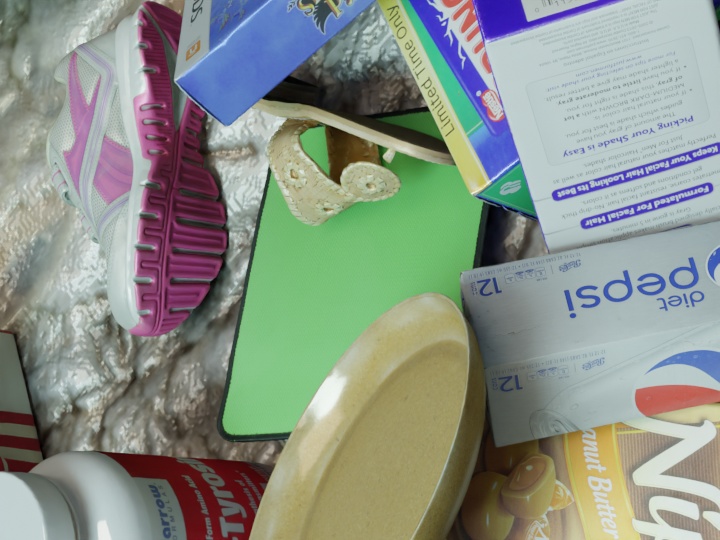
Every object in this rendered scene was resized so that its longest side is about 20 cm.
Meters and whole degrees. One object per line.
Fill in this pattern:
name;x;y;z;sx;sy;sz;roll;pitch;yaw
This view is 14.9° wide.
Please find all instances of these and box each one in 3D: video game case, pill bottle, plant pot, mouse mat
video game case;-0.016;-0.197;1.529;0.200;0.045;0.182;-39;26;24
pill bottle;-0.125;0.156;1.510;0.112;0.200;0.113;-7;80;42
plant pot;0.005;0.106;1.343;0.200;0.027;0.200;-48;25;31
mouse mat;0.000;0.000;1.539;0.160;0.008;0.201;-6;63;33

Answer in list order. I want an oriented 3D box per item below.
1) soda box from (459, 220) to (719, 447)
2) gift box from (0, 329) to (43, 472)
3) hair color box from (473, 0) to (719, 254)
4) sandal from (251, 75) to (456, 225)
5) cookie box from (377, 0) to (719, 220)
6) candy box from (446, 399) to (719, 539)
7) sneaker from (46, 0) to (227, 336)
soda box;0.153;0.025;1.366;0.199;0.064;0.068;-12;47;0
gift box;-0.297;0.132;1.644;0.186;0.200;0.185;-26;75;27
hair color box;0.129;-0.076;1.362;0.109;0.200;0.065;-16;44;5
sandal;-0.023;-0.061;1.552;0.211;0.077;0.070;27;102;48
cookie box;0.118;-0.154;1.468;0.200;0.075;0.172;-39;58;23
candy box;0.141;0.121;1.397;0.199;0.055;0.116;6;85;17
sneaker;-0.138;-0.054;1.636;0.088;0.081;0.201;-16;67;33
